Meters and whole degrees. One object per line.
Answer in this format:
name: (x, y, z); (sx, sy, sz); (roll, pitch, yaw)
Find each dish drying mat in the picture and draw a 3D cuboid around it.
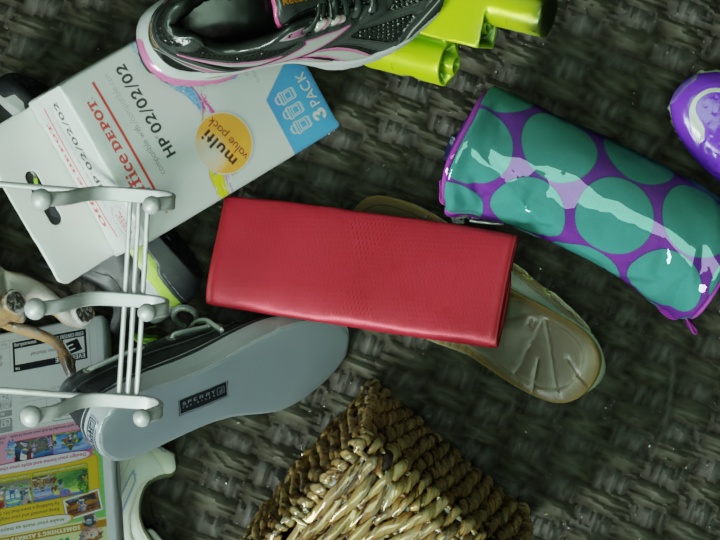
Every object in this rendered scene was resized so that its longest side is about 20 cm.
dish drying mat: (0.000, 0.000, 1.676); (0.199, 0.018, 0.077); (8, 76, 15)

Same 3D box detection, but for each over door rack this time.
over door rack: (-0.217, 0.015, 1.591); (0.199, 0.067, 0.148); (7, 102, 11)

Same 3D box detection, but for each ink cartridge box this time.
ink cartridge box: (-0.128, -0.089, 1.648); (0.200, 0.068, 0.115); (-33, 97, -24)

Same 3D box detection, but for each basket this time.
basket: (0.015, 0.181, 1.663); (0.149, 0.200, 0.143); (41, 98, -5)

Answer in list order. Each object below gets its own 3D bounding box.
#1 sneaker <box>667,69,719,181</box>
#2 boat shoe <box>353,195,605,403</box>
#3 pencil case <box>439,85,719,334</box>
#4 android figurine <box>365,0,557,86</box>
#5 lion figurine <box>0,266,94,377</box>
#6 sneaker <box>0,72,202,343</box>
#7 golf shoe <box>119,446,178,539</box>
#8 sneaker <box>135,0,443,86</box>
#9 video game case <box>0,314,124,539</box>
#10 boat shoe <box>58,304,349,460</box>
sneaker: (0.286, -0.055, 1.662); (0.200, 0.100, 0.070); (41, 97, -5)
boat shoe: (0.076, 0.022, 1.701); (0.200, 0.066, 0.074); (38, 99, 17)
pencil case: (0.149, -0.041, 1.680); (0.199, 0.085, 0.093); (25, 101, -2)
android figurine: (0.037, -0.214, 1.653); (0.199, 0.041, 0.183); (14, 100, 24)
lion figurine: (-0.260, -0.016, 1.699); (0.072, 0.122, 0.201); (-32, 105, -36)
sneaker: (-0.190, -0.036, 1.703); (0.083, 0.072, 0.200); (-38, 95, 10)
golf shoe: (-0.172, 0.206, 1.742); (0.097, 0.078, 0.201); (7, 100, -5)
sneaker: (-0.037, -0.159, 1.588); (0.199, 0.086, 0.081); (-20, 89, -9)
video game case: (-0.257, 0.128, 1.701); (0.199, 0.022, 0.183); (-11, 58, 6)
boat shoe: (-0.103, 0.063, 1.698); (0.199, 0.068, 0.074); (-24, 134, -25)
